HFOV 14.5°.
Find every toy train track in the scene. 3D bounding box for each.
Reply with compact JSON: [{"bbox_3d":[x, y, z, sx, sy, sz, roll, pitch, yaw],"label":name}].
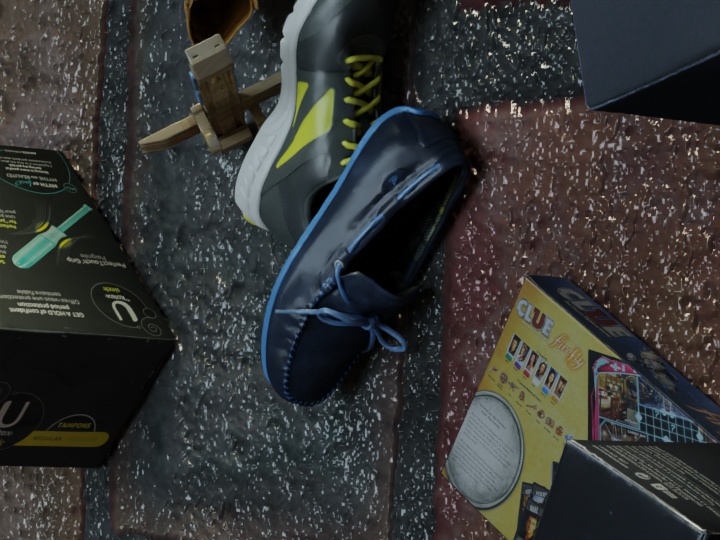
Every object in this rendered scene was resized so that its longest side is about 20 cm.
[{"bbox_3d":[-0.082,-0.099,1.738,0.033,0.114,0.200,62,176,12],"label":"toy train track"}]

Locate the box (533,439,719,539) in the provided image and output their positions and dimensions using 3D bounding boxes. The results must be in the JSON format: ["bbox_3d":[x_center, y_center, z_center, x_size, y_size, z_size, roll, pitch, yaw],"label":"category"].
[{"bbox_3d":[0.166,0.194,1.392,0.104,0.182,0.200,33,111,46],"label":"box"}]

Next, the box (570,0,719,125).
[{"bbox_3d":[0.201,-0.179,1.371,0.123,0.198,0.201,-23,69,46],"label":"box"}]

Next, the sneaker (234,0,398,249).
[{"bbox_3d":[-0.008,-0.096,1.718,0.085,0.074,0.200,43,127,35],"label":"sneaker"}]

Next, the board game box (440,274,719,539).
[{"bbox_3d":[0.135,0.110,1.549,0.200,0.035,0.136,44,119,43],"label":"board game box"}]

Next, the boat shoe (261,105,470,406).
[{"bbox_3d":[0.000,0.000,1.683,0.069,0.084,0.200,43,121,41],"label":"boat shoe"}]

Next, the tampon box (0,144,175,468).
[{"bbox_3d":[-0.249,0.023,1.921,0.126,0.150,0.200,-58,47,28],"label":"tampon box"}]

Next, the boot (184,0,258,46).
[{"bbox_3d":[-0.075,-0.244,1.758,0.201,0.071,0.144,107,163,-48],"label":"boot"}]
